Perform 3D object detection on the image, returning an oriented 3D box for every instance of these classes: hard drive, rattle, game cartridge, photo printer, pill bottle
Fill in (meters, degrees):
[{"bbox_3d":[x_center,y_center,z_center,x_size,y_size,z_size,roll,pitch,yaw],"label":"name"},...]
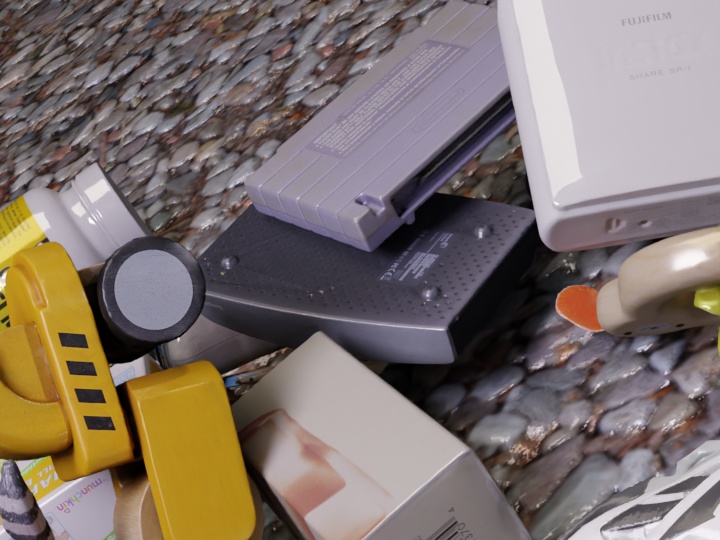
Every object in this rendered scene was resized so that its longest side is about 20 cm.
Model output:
[{"bbox_3d":[0.000,0.000,1.230,0.198,0.043,0.135,8,39,33],"label":"hard drive"},{"bbox_3d":[0.184,0.051,1.068,0.129,0.144,0.199,-16,-8,-40],"label":"rattle"},{"bbox_3d":[0.034,-0.093,1.258,0.200,0.039,0.129,-42,30,-20],"label":"game cartridge"},{"bbox_3d":[0.168,-0.119,1.176,0.165,0.070,0.202,-9,63,1],"label":"photo printer"},{"bbox_3d":[-0.259,0.009,1.569,0.199,0.113,0.113,-37,26,-1],"label":"pill bottle"}]

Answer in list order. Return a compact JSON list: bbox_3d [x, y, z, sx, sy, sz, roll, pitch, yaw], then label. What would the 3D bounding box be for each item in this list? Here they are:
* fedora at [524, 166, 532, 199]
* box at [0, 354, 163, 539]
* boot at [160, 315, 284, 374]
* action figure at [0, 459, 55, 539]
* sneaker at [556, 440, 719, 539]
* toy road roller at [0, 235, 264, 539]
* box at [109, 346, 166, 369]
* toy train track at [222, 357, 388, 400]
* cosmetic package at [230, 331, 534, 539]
[{"bbox_3d":[0.178,-0.124,1.287,0.199,0.091,0.177,-27,28,17],"label":"fedora"},{"bbox_3d":[-0.182,0.160,1.245,0.199,0.102,0.113,-34,26,4],"label":"box"},{"bbox_3d":[-0.024,0.018,1.293,0.199,0.068,0.130,-29,23,-20],"label":"boot"},{"bbox_3d":[-0.139,0.180,1.088,0.198,0.194,0.106,-4,66,16],"label":"action figure"},{"bbox_3d":[0.155,0.135,0.910,0.200,0.074,0.089,-41,30,7],"label":"sneaker"},{"bbox_3d":[-0.148,0.084,1.095,0.145,0.202,0.123,-16,-3,-19],"label":"toy road roller"},{"bbox_3d":[-0.209,0.123,1.395,0.199,0.049,0.160,-36,28,3],"label":"box"},{"bbox_3d":[-0.047,0.076,1.288,0.114,0.033,0.199,-13,0,-37],"label":"toy train track"},{"bbox_3d":[0.008,0.122,1.082,0.087,0.104,0.200,-39,25,-8],"label":"cosmetic package"}]
